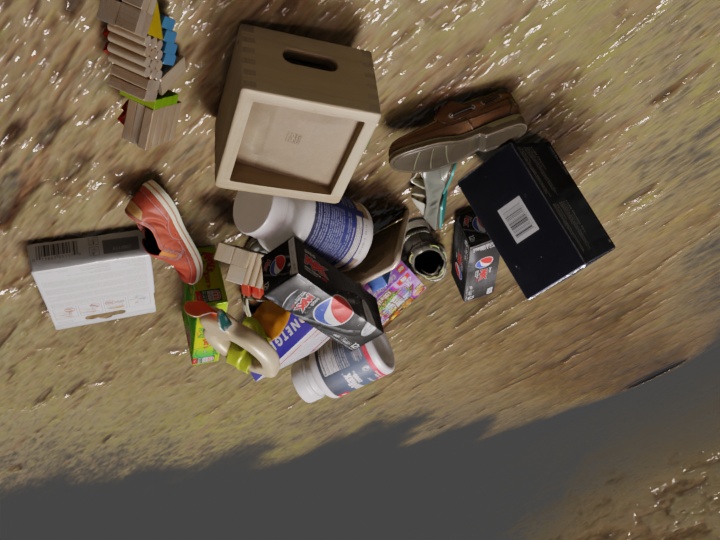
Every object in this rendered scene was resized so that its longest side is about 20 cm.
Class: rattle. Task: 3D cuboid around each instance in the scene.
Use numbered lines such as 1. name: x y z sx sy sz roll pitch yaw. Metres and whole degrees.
1. rattle: -0.166 0.059 1.118 0.143 0.130 0.201 -46 138 -16

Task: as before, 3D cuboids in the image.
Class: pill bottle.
1. pill bottle: -0.039 0.195 1.586 0.198 0.121 0.119 -27 151 17
2. pill bottle: -0.081 -0.070 1.090 0.110 0.112 0.199 -35 149 29

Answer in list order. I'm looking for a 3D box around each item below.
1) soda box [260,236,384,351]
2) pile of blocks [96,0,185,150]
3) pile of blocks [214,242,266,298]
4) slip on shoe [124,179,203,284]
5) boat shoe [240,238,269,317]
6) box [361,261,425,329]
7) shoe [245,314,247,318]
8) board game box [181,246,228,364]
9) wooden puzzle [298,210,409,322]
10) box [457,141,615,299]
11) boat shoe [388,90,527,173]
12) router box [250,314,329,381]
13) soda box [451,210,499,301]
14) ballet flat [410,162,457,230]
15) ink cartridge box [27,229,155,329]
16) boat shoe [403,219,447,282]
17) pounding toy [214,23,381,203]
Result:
1. soda box: -0.051 0.038 1.071 0.063 0.071 0.199 -31 137 22
2. pile of blocks: -0.232 -0.221 0.801 0.061 0.082 0.201 24 140 10
3. pile of blocks: -0.143 0.009 1.120 0.198 0.063 0.082 17 -179 -45
4. slip on shoe: -0.271 -0.041 1.056 0.061 0.074 0.201 -42 152 -19
5. boat shoe: -0.155 0.019 1.248 0.074 0.069 0.201 -6 147 -17
6. box: 0.044 0.050 1.368 0.137 0.039 0.200 -44 163 3
7. shoe: -0.141 0.064 1.357 0.069 0.054 0.200 8 142 -41
8. board game box: -0.253 0.060 1.230 0.047 0.103 0.201 -8 151 -20
9. wooden puzzle: 0.000 0.000 1.216 0.199 0.186 0.047 -33 106 21
10. box: 0.265 -0.080 1.134 0.104 0.202 0.181 -35 169 32
11. boat shoe: 0.125 -0.191 1.049 0.197 0.069 0.072 -16 160 -9
12. router box: -0.095 0.107 1.392 0.200 0.049 0.179 -43 167 36
13. soda box: 0.206 -0.026 1.369 0.062 0.072 0.201 -17 151 -6
14. ballet flat: 0.107 -0.128 1.168 0.063 0.068 0.201 12 157 5
15. ink cartridge box: -0.391 0.016 1.135 0.160 0.058 0.200 -10 160 -16
16. boat shoe: 0.118 -0.019 1.358 0.071 0.061 0.202 -22 152 8
17. pounding toy: -0.065 -0.181 0.906 0.197 0.144 0.185 6 145 -20
